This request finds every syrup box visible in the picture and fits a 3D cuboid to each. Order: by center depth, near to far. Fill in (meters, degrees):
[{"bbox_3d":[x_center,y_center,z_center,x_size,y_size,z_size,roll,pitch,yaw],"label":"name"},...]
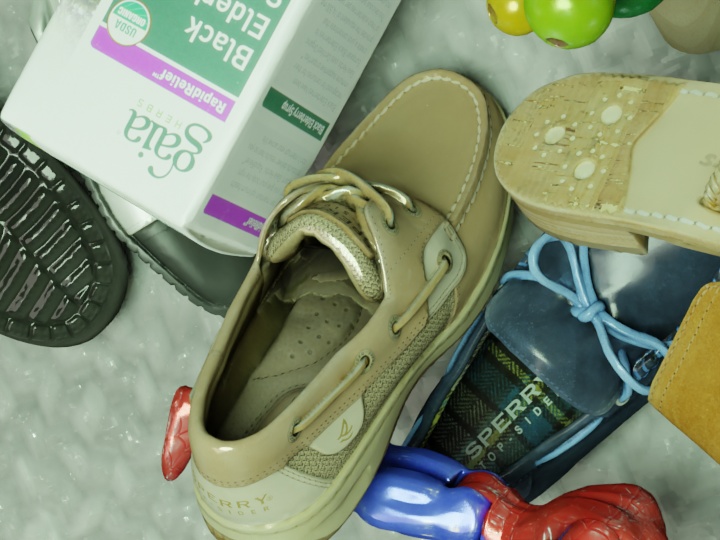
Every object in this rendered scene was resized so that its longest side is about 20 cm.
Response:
[{"bbox_3d":[-0.030,-0.112,0.853,0.078,0.081,0.201,30,91,18],"label":"syrup box"}]

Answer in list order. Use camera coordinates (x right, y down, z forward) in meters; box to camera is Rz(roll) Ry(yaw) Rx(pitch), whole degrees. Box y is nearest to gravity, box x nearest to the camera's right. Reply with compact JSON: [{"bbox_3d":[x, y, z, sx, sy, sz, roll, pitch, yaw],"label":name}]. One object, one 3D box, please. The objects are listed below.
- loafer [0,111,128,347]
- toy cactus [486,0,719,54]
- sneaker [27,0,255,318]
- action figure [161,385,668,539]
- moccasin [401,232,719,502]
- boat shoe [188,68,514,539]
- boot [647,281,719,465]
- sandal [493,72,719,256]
[{"bbox_3d":[-0.171,-0.050,1.015,0.200,0.071,0.073,41,99,-3],"label":"loafer"},{"bbox_3d":[0.085,-0.129,0.794,0.101,0.201,0.165,-4,143,17],"label":"toy cactus"},{"bbox_3d":[-0.065,-0.080,0.933,0.088,0.074,0.201,-26,92,35],"label":"sneaker"},{"bbox_3d":[0.029,0.104,0.871,0.199,0.065,0.100,14,110,24],"label":"action figure"},{"bbox_3d":[0.078,0.029,0.888,0.080,0.068,0.201,39,121,13],"label":"moccasin"},{"bbox_3d":[0.000,0.000,0.854,0.071,0.201,0.065,10,144,21],"label":"boat shoe"},{"bbox_3d":[0.146,0.076,0.755,0.143,0.071,0.202,27,92,22],"label":"boot"},{"bbox_3d":[0.118,-0.044,0.722,0.211,0.078,0.070,2,149,37],"label":"sandal"}]
